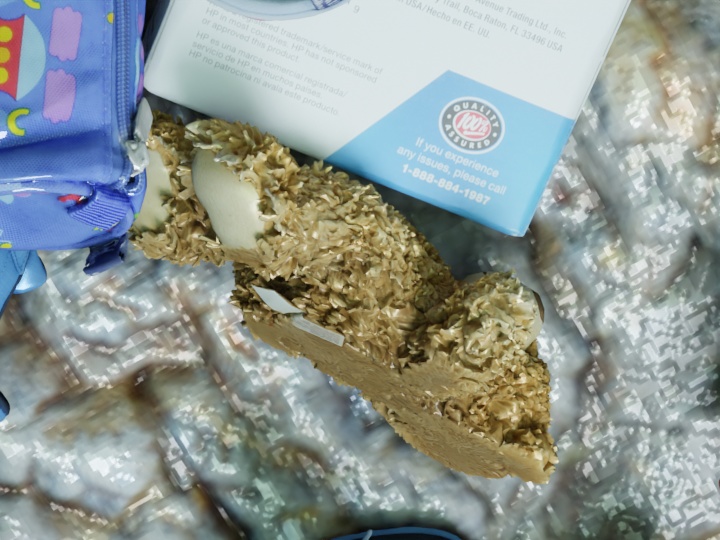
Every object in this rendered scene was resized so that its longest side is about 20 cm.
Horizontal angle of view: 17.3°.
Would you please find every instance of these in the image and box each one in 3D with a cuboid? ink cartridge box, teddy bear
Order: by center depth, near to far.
[{"bbox_3d":[0.026,-0.135,0.816,0.144,0.084,0.201,21,103,-10],"label":"ink cartridge box"},{"bbox_3d":[0.000,0.000,0.828,0.200,0.145,0.067,32,72,-17],"label":"teddy bear"}]

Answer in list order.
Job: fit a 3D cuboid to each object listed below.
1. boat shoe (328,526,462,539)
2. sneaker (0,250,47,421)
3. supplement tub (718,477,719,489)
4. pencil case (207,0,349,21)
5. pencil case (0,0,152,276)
[{"bbox_3d":[-0.041,0.164,0.905,0.199,0.069,0.084,-26,108,1],"label":"boat shoe"},{"bbox_3d":[-0.151,-0.035,0.842,0.078,0.066,0.201,-1,107,-20],"label":"sneaker"},{"bbox_3d":[0.211,0.009,0.860,0.122,0.123,0.201,19,103,-11],"label":"supplement tub"},{"bbox_3d":[-0.008,-0.125,0.670,0.090,0.200,0.083,-31,97,12],"label":"pencil case"},{"bbox_3d":[-0.105,-0.103,0.772,0.086,0.078,0.201,-3,78,18],"label":"pencil case"}]
